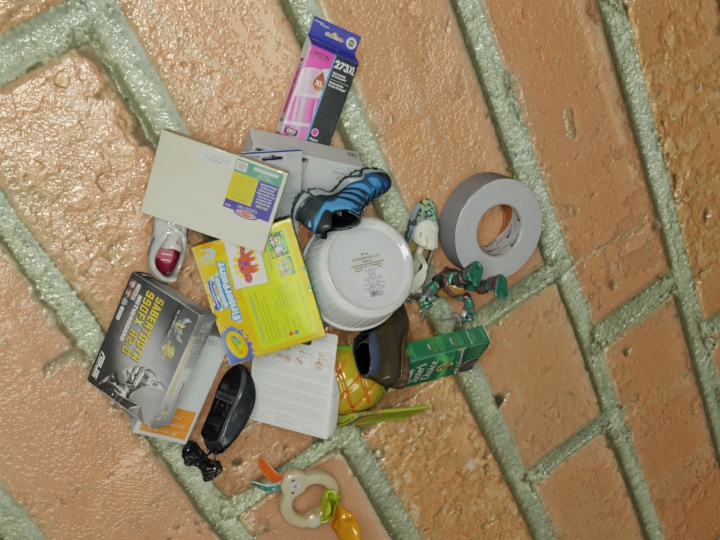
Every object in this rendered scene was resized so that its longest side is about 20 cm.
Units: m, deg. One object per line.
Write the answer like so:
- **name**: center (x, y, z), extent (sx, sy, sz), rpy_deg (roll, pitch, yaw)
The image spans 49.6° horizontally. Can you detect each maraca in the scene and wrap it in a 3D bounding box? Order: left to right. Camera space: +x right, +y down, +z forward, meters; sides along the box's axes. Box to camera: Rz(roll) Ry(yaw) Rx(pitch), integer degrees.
- **maraca**: center (-0.053, 0.200, 1.441), extent (0.198, 0.107, 0.138), rpy_deg (12, 101, -10)

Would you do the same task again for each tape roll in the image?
- **tape roll**: center (0.252, -0.085, 1.507), extent (0.199, 0.066, 0.202), rpy_deg (-9, 111, -23)

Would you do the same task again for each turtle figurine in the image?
- **turtle figurine**: center (0.173, 0.042, 1.463), extent (0.149, 0.200, 0.102), rpy_deg (6, 70, -35)

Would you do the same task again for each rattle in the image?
- **rattle**: center (-0.109, 0.447, 1.480), extent (0.130, 0.143, 0.200), rpy_deg (-35, 126, 11)

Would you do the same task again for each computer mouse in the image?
- **computer mouse**: center (-0.236, 0.265, 1.372), extent (0.053, 0.138, 0.201), rpy_deg (29, 81, -33)

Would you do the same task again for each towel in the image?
- **towel**: center (0.037, 0.283, 1.501), extent (0.199, 0.086, 0.018), rpy_deg (2, 68, -41)

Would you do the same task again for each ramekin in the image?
- **ramekin**: center (0.000, 0.000, 1.348), extent (0.199, 0.105, 0.202), rpy_deg (4, 77, -20)

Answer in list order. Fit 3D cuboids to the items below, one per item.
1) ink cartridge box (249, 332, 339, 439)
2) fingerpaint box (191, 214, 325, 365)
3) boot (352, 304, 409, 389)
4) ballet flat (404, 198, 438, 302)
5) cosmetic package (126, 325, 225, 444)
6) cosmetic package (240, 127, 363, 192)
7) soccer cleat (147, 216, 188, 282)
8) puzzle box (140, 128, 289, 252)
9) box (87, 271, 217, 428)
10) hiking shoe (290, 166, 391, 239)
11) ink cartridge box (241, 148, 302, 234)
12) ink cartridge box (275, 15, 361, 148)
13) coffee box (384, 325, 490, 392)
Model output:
- **ink cartridge box**: center (-0.115, 0.186, 1.384), extent (0.160, 0.050, 0.202), rpy_deg (12, 105, 17)
- **fingerpaint box**: center (-0.163, 0.030, 1.268), extent (0.166, 0.073, 0.201), rpy_deg (-18, 100, -2)
- **boot**: center (0.034, 0.111, 1.414), extent (0.097, 0.074, 0.202), rpy_deg (14, 60, -45)
- **ballet flat**: center (0.113, -0.032, 1.458), extent (0.074, 0.074, 0.202), rpy_deg (7, 104, -27)
- **cosmetic package**: center (-0.311, 0.185, 1.329), extent (0.101, 0.071, 0.201), rpy_deg (20, 97, -29)
- **cosmetic package**: center (-0.102, -0.172, 1.302), extent (0.199, 0.051, 0.083), rpy_deg (8, 133, -27)
- **soccer cleat**: center (-0.295, -0.076, 1.237), extent (0.069, 0.086, 0.202), rpy_deg (4, 104, -26)
- **puzzle box**: center (-0.220, -0.119, 1.182), extent (0.199, 0.025, 0.134), rpy_deg (19, 106, -5)
- **box**: center (-0.337, 0.126, 1.250), extent (0.048, 0.158, 0.201), rpy_deg (11, 106, -63)
- **hiking shoe**: center (-0.018, -0.105, 1.282), extent (0.199, 0.087, 0.075), rpy_deg (-26, 151, -32)
- **ink cartridge box**: center (-0.148, -0.125, 1.268), extent (0.099, 0.039, 0.201), rpy_deg (-4, 136, -14)
- **ink cartridge box**: center (-0.066, -0.310, 1.299), extent (0.094, 0.037, 0.201), rpy_deg (15, 98, -29)
- **coffee box**: center (0.144, 0.173, 1.522), extent (0.199, 0.044, 0.123), rpy_deg (-10, 149, -22)
